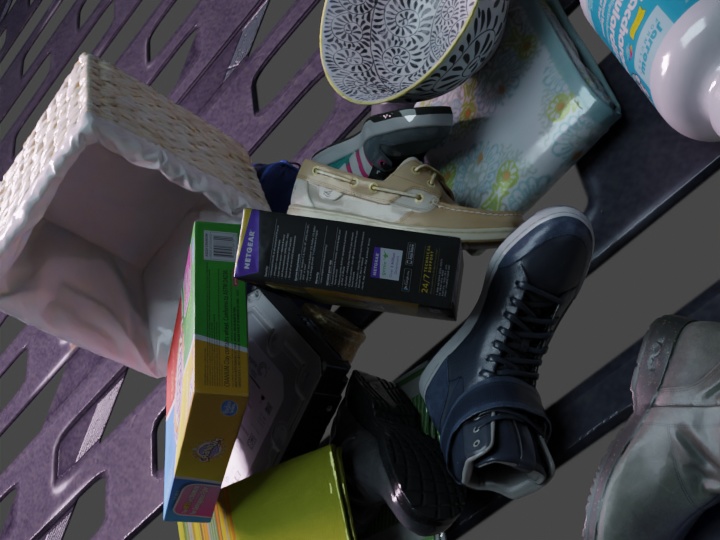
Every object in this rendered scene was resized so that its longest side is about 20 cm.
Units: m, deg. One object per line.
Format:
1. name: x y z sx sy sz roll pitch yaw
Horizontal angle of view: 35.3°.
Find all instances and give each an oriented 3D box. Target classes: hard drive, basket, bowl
1. hard drive: -0.091 0.132 0.978 0.140 0.038 0.202 43 112 46
2. basket: -0.208 -0.049 1.006 0.199 0.199 0.162 -50 30 21
3. bowl: 0.064 -0.222 0.971 0.199 0.093 0.204 -22 60 43

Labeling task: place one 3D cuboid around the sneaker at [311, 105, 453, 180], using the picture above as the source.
1. sneaker: 0.021 -0.064 0.992 0.199 0.083 0.123 -22 76 60

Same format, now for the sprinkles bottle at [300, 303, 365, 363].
1. sprinkles bottle: -0.066 0.133 1.049 0.068 0.068 0.202 31 95 57

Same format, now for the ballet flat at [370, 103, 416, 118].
1. ballet flat: 0.058 -0.207 1.089 0.199 0.073 0.074 -37 42 37

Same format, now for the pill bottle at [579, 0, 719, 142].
1. pill bottle: 0.233 -0.164 0.773 0.111 0.110 0.201 -49 36 24

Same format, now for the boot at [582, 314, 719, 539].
1. boot: 0.212 0.122 0.668 0.130 0.067 0.203 8 77 50

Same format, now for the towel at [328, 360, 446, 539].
1. towel: 0.020 0.192 0.933 0.152 0.023 0.202 -35 46 40

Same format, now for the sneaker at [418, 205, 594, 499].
1. sneaker: 0.118 0.067 0.807 0.204 0.076 0.147 -61 21 25

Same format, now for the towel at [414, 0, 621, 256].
1. towel: 0.126 -0.135 0.968 0.171 0.048 0.201 -49 36 29

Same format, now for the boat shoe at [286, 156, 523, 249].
1. boat shoe: 0.036 -0.056 0.905 0.197 0.074 0.070 6 88 13

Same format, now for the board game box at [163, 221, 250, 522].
1. board game box: -0.124 0.085 0.890 0.201 0.040 0.155 111 159 -49

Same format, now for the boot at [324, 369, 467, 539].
1. boot: 0.010 0.180 0.883 0.133 0.069 0.200 -63 20 14

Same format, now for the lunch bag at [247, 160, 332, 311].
1. lunch bag: -0.088 -0.013 1.111 0.132 0.135 0.202 6 74 55

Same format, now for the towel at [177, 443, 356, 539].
1. towel: -0.078 0.207 0.906 0.199 0.018 0.087 -28 67 38

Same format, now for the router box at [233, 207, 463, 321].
1. router box: 0.000 0.000 0.872 0.200 0.155 0.053 39 -121 -82
